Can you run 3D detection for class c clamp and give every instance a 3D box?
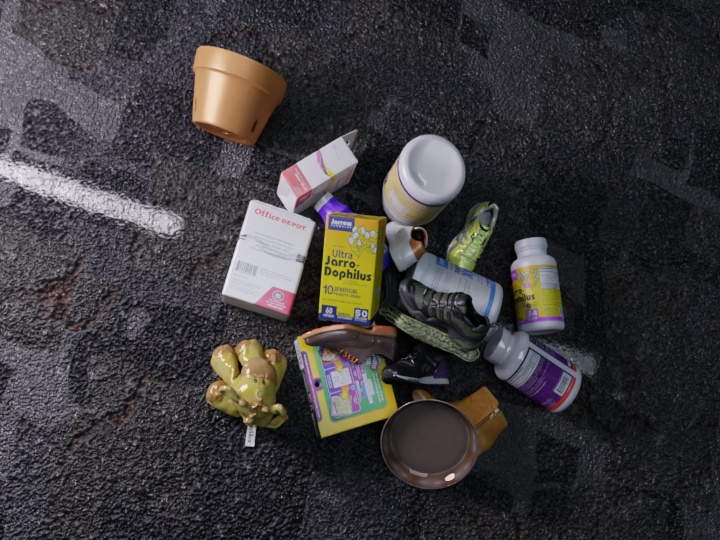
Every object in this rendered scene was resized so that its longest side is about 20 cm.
[{"bbox_3d":[0.000,0.000,1.408,0.166,0.027,0.207,-5,76,-20],"label":"c clamp"}]

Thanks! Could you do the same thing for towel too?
[{"bbox_3d":[0.139,0.127,1.342,0.195,0.148,0.037,23,93,-14],"label":"towel"}]

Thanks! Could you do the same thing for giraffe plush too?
[{"bbox_3d":[-0.206,0.225,1.227,0.167,0.162,0.206,-8,78,-15],"label":"giraffe plush"}]

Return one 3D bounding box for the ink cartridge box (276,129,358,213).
[{"bbox_3d":[-0.077,-0.207,1.388,0.197,0.117,0.068,-34,84,-18],"label":"ink cartridge box"}]

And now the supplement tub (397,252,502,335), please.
[{"bbox_3d":[0.188,0.055,1.375,0.195,0.132,0.135,23,72,-4],"label":"supplement tub"}]

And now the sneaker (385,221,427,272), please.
[{"bbox_3d":[0.101,-0.061,1.359,0.083,0.201,0.074,-29,112,9],"label":"sneaker"}]

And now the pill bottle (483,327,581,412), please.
[{"bbox_3d":[0.365,0.208,1.395,0.197,0.113,0.114,32,71,-3],"label":"pill bottle"}]

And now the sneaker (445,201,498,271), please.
[{"bbox_3d":[0.248,-0.070,1.453,0.074,0.076,0.205,25,74,-8],"label":"sneaker"}]

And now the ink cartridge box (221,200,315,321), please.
[{"bbox_3d":[-0.187,-0.019,1.333,0.141,0.084,0.206,17,74,-8],"label":"ink cartridge box"}]

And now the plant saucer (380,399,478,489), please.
[{"bbox_3d":[0.137,0.342,1.303,0.193,0.032,0.207,2,110,5],"label":"plant saucer"}]

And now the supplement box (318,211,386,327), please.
[{"bbox_3d":[-0.014,-0.006,1.286,0.105,0.109,0.207,6,98,9],"label":"supplement box"}]

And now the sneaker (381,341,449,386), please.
[{"bbox_3d":[0.108,0.187,1.324,0.197,0.074,0.091,14,72,-50],"label":"sneaker"}]

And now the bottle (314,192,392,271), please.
[{"bbox_3d":[-0.017,-0.074,1.373,0.083,0.065,0.201,-42,90,-21],"label":"bottle"}]

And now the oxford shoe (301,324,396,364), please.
[{"bbox_3d":[-0.019,0.147,1.281,0.193,0.071,0.075,2,78,-14],"label":"oxford shoe"}]

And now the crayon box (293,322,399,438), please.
[{"bbox_3d":[-0.030,0.217,1.327,0.167,0.058,0.206,-12,79,-17],"label":"crayon box"}]

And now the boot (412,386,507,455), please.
[{"bbox_3d":[0.210,0.289,1.365,0.143,0.071,0.203,-40,95,-21],"label":"boot"}]

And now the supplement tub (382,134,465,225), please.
[{"bbox_3d":[0.127,-0.182,1.386,0.141,0.200,0.150,3,75,-13],"label":"supplement tub"}]

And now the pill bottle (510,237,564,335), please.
[{"bbox_3d":[0.389,0.036,1.446,0.101,0.104,0.207,-1,76,-13],"label":"pill bottle"}]

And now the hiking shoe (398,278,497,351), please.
[{"bbox_3d":[0.168,0.064,1.253,0.197,0.101,0.076,33,44,-3],"label":"hiking shoe"}]

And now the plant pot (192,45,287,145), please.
[{"bbox_3d":[-0.263,-0.351,1.352,0.194,0.200,0.144,17,90,-8],"label":"plant pot"}]
